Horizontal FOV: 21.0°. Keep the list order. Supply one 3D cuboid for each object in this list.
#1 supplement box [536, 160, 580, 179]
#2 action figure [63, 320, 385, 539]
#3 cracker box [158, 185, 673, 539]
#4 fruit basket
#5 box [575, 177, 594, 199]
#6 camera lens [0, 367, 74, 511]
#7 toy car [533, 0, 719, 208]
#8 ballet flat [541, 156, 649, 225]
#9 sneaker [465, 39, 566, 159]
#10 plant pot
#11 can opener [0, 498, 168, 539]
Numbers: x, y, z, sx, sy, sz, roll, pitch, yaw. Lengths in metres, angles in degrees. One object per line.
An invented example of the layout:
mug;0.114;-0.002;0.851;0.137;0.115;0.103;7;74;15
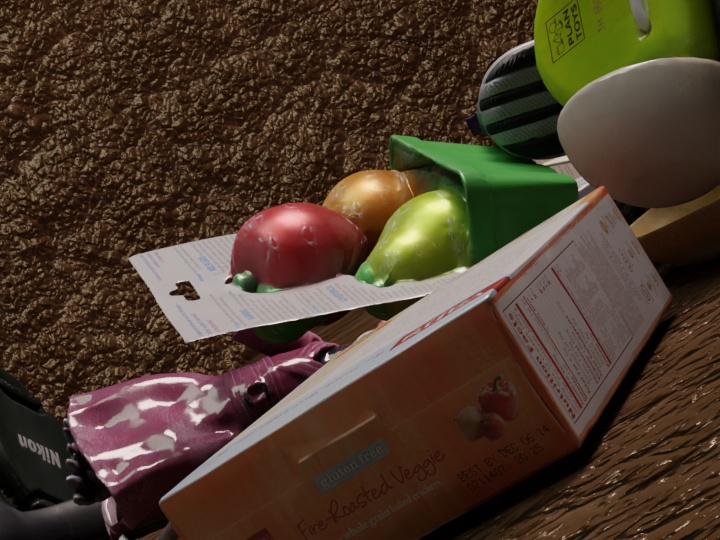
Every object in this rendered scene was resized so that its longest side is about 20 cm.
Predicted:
supplement box;0.141;-0.071;1.790;0.199;0.074;0.126;-33;2;-40
action figure;-0.053;0.083;1.011;0.198;0.135;0.150;-20;-43;-6
cracker box;0.029;0.043;0.684;0.133;0.058;0.200;-33;0;22
fruit basket;0.000;0.000;0.919;0.198;0.095;0.185;-17;16;-12
box;0.107;-0.014;1.267;0.155;0.041;0.200;-32;2;-16
camera lens;-0.276;0.160;1.193;0.199;0.161;0.160;-32;1;11
toy car;0.169;-0.124;0.822;0.149;0.177;0.199;14;-33;-40
ballet flat;0.098;-0.018;1.028;0.199;0.072;0.072;-32;1;22
sneaker;0.148;-0.105;0.963;0.198;0.075;0.088;-13;3;-7
plant pot;0.204;-0.055;0.847;0.199;0.028;0.200;-32;2;1
can opener;-0.171;0.153;1.100;0.063;0.079;0.199;-23;-4;39
